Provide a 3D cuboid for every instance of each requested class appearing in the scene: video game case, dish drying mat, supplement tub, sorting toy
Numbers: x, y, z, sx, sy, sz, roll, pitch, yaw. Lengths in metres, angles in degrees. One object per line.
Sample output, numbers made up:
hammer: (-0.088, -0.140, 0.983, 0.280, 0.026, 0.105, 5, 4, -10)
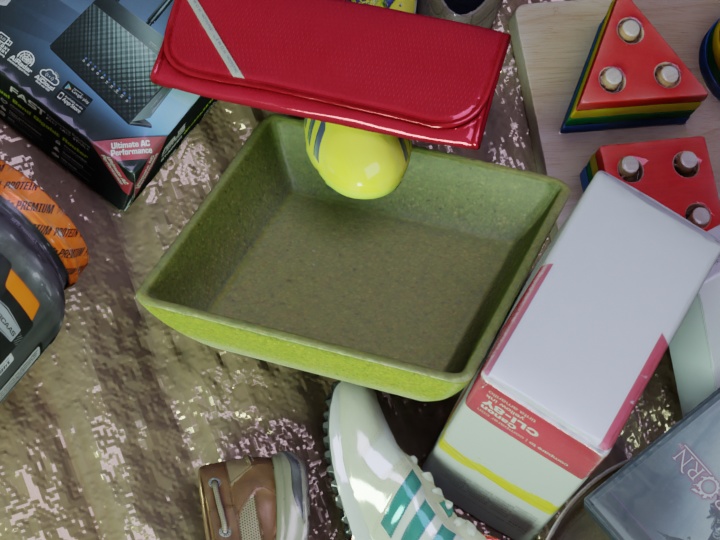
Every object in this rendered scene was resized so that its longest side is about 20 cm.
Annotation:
video game case: (0.244, 0.120, 1.366, 0.199, 0.019, 0.143, -37, 68, -11)
dish drying mat: (-0.018, -0.123, 1.421, 0.198, 0.018, 0.077, 12, 68, 13)
supplement tub: (-0.247, 0.037, 1.360, 0.122, 0.123, 0.200, 37, 67, 2)
sorting toy: (0.211, -0.089, 1.535, 0.198, 0.070, 0.201, -5, 72, -14)

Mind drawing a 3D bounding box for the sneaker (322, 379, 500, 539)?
sneaker: (0.039, 0.151, 1.400, 0.093, 0.070, 0.202, -13, 78, 1)

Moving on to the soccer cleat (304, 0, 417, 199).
soccer cleat: (0.001, -0.127, 1.463, 0.064, 0.084, 0.201, 4, 47, 0)

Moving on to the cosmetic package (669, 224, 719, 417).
cosmetic package: (0.278, 0.023, 1.475, 0.199, 0.052, 0.152, -26, 119, -20)

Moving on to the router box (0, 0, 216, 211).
router box: (-0.170, -0.156, 1.478, 0.199, 0.062, 0.150, 37, 66, 2)

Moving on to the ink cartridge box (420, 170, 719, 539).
ink cartridge box: (0.113, 0.055, 1.392, 0.083, 0.200, 0.146, 30, 67, 3)

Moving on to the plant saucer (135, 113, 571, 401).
plant saucer: (0.000, 0.000, 1.415, 0.198, 0.048, 0.200, 13, 39, 16)

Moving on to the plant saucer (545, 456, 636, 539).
plant saucer: (0.173, 0.205, 1.415, 0.199, 0.032, 0.202, 3, 83, -28)

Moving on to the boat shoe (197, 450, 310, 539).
boat shoe: (-0.066, 0.198, 1.375, 0.071, 0.076, 0.202, 3, 61, -7)

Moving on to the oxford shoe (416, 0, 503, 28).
oxford shoe: (0.080, -0.224, 1.551, 0.070, 0.075, 0.202, 13, 68, -7)
